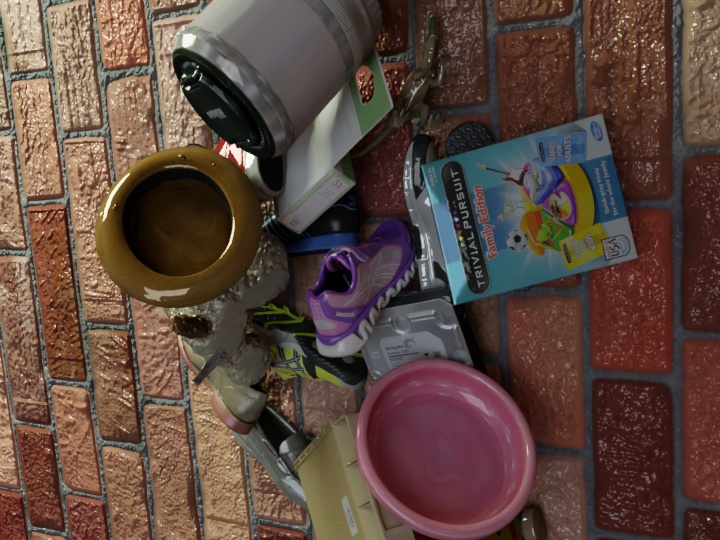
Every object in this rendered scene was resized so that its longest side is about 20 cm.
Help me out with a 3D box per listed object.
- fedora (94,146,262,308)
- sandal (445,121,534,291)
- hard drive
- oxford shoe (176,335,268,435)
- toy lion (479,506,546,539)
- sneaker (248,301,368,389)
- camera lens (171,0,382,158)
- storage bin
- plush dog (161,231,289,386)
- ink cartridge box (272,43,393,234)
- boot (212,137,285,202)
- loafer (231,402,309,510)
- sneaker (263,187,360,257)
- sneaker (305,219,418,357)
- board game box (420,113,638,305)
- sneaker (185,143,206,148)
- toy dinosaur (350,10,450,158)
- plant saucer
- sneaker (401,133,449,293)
[{"bbox_3d":[-0.196,-0.039,0.893,0.195,0.082,0.205,-2,64,4],"label":"fedora"},{"bbox_3d":[0.157,-0.074,0.906,0.074,0.045,0.204,-24,77,7],"label":"sandal"},{"bbox_3d":[0.080,0.121,0.955,0.137,0.038,0.204,-10,112,27],"label":"hard drive"},{"bbox_3d":[-0.185,0.127,1.096,0.075,0.070,0.200,-50,59,13],"label":"oxford shoe"},{"bbox_3d":[0.156,0.346,0.890,0.067,0.190,0.205,-16,70,29],"label":"toy lion"},{"bbox_3d":[-0.072,0.109,1.050,0.197,0.075,0.078,26,122,29],"label":"sneaker"},{"bbox_3d":[-0.090,-0.236,0.852,0.159,0.161,0.201,35,73,16],"label":"camera lens"},{"bbox_3d":[0.012,0.284,0.939,0.199,0.092,0.204,-56,48,55],"label":"storage bin"},{"bbox_3d":[-0.197,0.032,0.989,0.171,0.158,0.205,32,117,42],"label":"plush dog"},{"bbox_3d":[-0.031,-0.161,0.938,0.199,0.048,0.148,-38,44,26],"label":"ink cartridge box"},{"bbox_3d":[-0.160,-0.164,0.982,0.142,0.072,0.205,-16,60,31],"label":"boot"},{"bbox_3d":[-0.096,0.250,1.083,0.198,0.070,0.071,37,122,16],"label":"loafer"},{"bbox_3d":[-0.085,-0.060,1.024,0.195,0.070,0.080,-4,85,27],"label":"sneaker"},{"bbox_3d":[0.000,0.000,0.914,0.079,0.201,0.089,-3,130,39],"label":"sneaker"},{"bbox_3d":[0.176,-0.062,0.850,0.195,0.047,0.155,-15,87,7],"label":"board game box"},{"bbox_3d":[-0.204,-0.069,1.061,0.108,0.069,0.204,-31,82,46],"label":"sneaker"},{"bbox_3d":[0.054,-0.189,0.912,0.057,0.102,0.202,24,108,-23],"label":"toy dinosaur"},{"bbox_3d":[0.088,0.193,0.853,0.199,0.200,0.051,36,142,15],"label":"plant saucer"},{"bbox_3d":[0.099,-0.060,0.928,0.078,0.074,0.205,-7,105,23],"label":"sneaker"}]
